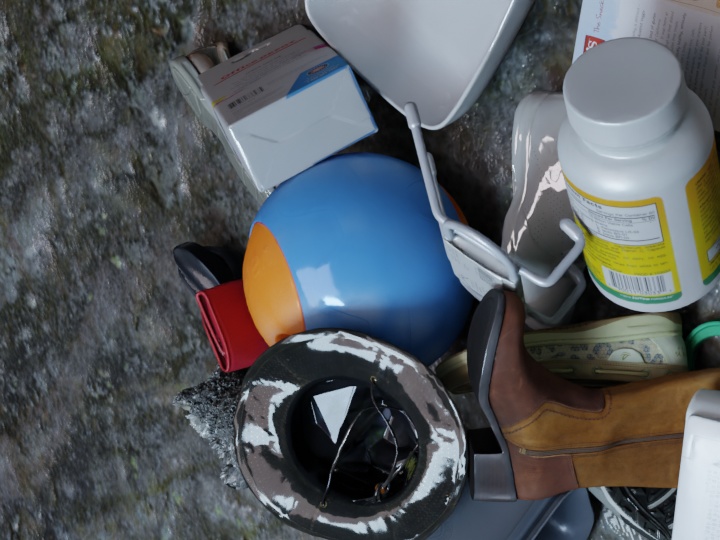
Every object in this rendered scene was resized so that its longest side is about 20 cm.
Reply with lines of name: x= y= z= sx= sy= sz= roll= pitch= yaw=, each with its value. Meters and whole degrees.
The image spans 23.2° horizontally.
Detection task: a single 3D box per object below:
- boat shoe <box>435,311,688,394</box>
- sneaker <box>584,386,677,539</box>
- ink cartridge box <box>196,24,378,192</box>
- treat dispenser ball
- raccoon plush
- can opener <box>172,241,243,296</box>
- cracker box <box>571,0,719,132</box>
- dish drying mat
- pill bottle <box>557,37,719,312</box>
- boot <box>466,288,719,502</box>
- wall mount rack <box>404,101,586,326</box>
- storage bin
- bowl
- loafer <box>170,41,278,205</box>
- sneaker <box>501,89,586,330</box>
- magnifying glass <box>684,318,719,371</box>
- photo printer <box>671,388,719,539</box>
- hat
boat shoe: x=0.158 y=0.078 z=1.387 sx=0.200 sy=0.073 sz=0.063 roll=-12 pitch=81 yaw=14
sneaker: x=0.201 y=0.148 z=1.439 sx=0.200 sy=0.074 sz=0.079 roll=48 pitch=159 yaw=28
ink cartridge box: x=-0.068 y=-0.147 z=1.534 sx=0.068 sy=0.115 sz=0.200 roll=64 pitch=176 yaw=-22
treat dispenser ball: x=0.000 y=0.000 z=1.489 sx=0.201 sy=0.201 sz=0.201 roll=14 pitch=111 yaw=40
raccoon plush: x=-0.110 y=0.115 z=1.689 sx=0.134 sy=0.097 sz=0.200 roll=49 pitch=143 yaw=24
can opener: x=-0.109 y=0.052 z=1.706 sx=0.200 sy=0.079 sz=0.063 roll=48 pitch=122 yaw=11
cracker box: x=0.259 y=-0.180 z=1.296 sx=0.200 sy=0.058 sz=0.134 roll=24 pitch=117 yaw=35
dish drying mat: x=-0.071 y=0.038 z=1.567 sx=0.018 sy=0.200 sz=0.077 roll=-28 pitch=82 yaw=34
pill bottle: x=0.205 y=-0.070 z=1.278 sx=0.113 sy=0.113 sz=0.200 roll=28 pitch=155 yaw=35
boot: x=0.183 y=0.094 z=1.327 sx=0.068 sy=0.200 sz=0.188 roll=-103 pitch=10 yaw=-68
wall mount rack: x=0.091 y=-0.036 z=1.341 sx=0.174 sy=0.200 sz=0.075 roll=35 pitch=81 yaw=16
storage bin: x=0.082 y=0.239 z=1.455 sx=0.134 sy=0.200 sz=0.146 roll=32 pitch=164 yaw=26
bowl: x=0.062 y=-0.243 z=1.451 sx=0.200 sy=0.075 sz=0.200 roll=45 pitch=129 yaw=24
loafer: x=-0.103 y=-0.133 z=1.647 sx=0.200 sy=0.063 sz=0.072 roll=54 pitch=166 yaw=14
sneaker: x=0.168 y=-0.043 z=1.410 sx=0.088 sy=0.075 sz=0.200 roll=9 pitch=106 yaw=40
magnifying glass: x=0.286 y=0.134 z=1.388 sx=0.080 sy=0.022 sz=0.200 roll=15 pitch=110 yaw=40
photo printer: x=0.334 y=0.184 z=1.295 sx=0.200 sy=0.069 sz=0.166 roll=11 pitch=112 yaw=23
hat: x=0.002 y=0.127 z=1.418 sx=0.201 sy=0.081 sz=0.201 roll=6 pitch=106 yaw=20
